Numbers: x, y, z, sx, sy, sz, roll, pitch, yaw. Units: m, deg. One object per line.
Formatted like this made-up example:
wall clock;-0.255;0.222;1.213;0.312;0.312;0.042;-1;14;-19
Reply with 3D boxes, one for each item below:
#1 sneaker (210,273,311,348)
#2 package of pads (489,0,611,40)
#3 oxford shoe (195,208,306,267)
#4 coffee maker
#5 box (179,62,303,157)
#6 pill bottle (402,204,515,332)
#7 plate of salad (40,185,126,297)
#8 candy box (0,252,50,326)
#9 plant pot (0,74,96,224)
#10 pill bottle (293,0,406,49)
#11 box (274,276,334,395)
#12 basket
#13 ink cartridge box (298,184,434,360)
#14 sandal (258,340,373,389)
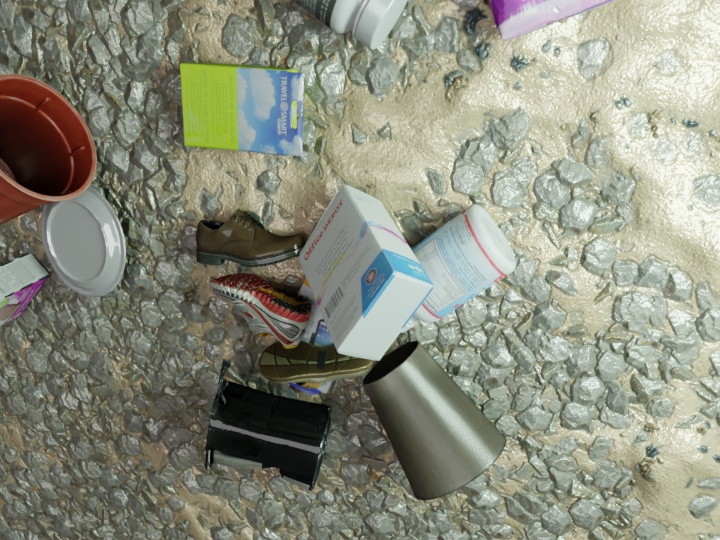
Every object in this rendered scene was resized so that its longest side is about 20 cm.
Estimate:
sneaker;-0.171;0.063;0.991;0.197;0.077;0.084;24;112;29
package of pads;0.249;-0.372;0.743;0.195;0.076;0.124;-14;102;20
oxford shoe;-0.178;-0.053;0.977;0.194;0.073;0.087;3;106;13
coffee maker;-0.151;0.268;1.030;0.194;0.137;0.194;12;140;-1
box;-0.171;-0.242;0.920;0.194;0.048;0.125;8;112;13
pill bottle;0.118;0.004;0.894;0.198;0.109;0.110;-36;97;24
plate of salad;-0.479;-0.055;1.073;0.195;0.048;0.206;7;106;23
candy box;-0.663;0.061;1.081;0.061;0.200;0.136;46;115;-5
plant pot;-0.568;-0.173;0.987;0.192;0.201;0.205;-20;103;29
pill bottle;-0.038;-0.387;0.796;0.198;0.114;0.115;36;114;0
box;-0.072;0.111;1.024;0.117;0.042;0.203;30;116;4
basket;0.103;0.226;0.968;0.178;0.136;0.203;-32;95;22
ink cartridge box;0.000;0.000;0.877;0.083;0.202;0.146;15;122;-37
sandal;-0.072;0.157;0.986;0.194;0.081;0.055;-3;131;12
